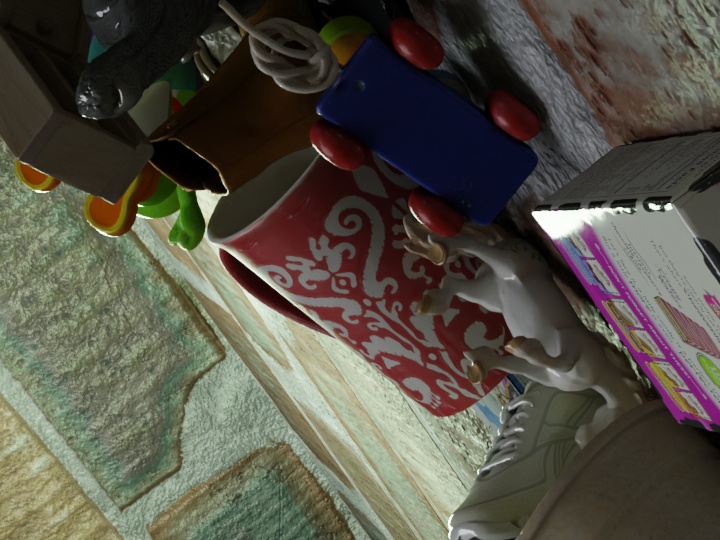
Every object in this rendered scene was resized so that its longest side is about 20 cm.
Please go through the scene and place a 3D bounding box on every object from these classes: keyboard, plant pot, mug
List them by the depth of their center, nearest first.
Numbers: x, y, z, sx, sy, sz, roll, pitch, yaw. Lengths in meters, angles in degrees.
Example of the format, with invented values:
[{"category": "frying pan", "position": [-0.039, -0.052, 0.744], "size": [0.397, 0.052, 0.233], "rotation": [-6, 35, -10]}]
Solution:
[{"category": "plant pot", "position": [0.202, 0.206, 1.154], "size": [0.183, 0.201, 0.201], "rotation": [33, 162, 30]}, {"category": "keyboard", "position": [-0.026, -0.184, 1.253], "size": [0.200, 0.021, 0.127], "rotation": [48, 164, 31]}, {"category": "mug", "position": [0.008, -0.009, 1.351], "size": [0.200, 0.134, 0.177], "rotation": [42, 172, -18]}]

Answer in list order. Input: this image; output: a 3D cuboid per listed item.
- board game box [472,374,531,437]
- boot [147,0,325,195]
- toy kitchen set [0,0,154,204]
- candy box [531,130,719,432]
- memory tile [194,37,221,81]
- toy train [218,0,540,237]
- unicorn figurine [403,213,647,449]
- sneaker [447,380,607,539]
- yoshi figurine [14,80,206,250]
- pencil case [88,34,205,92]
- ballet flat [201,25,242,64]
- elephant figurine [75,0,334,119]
[{"category": "board game box", "position": [0.075, 0.037, 1.516], "size": [0.200, 0.043, 0.199], "rotation": [52, 172, 10]}, {"category": "boot", "position": [-0.079, -0.114, 1.249], "size": [0.201, 0.144, 0.071], "rotation": [31, 152, 59]}, {"category": "toy kitchen set", "position": [-0.126, -0.164, 1.214], "size": [0.163, 0.200, 0.181], "rotation": [25, -162, -47]}, {"category": "candy box", "position": [0.164, 0.008, 0.908], "size": [0.137, 0.061, 0.200], "rotation": [54, 171, -8]}, {"category": "memory tile", "position": [-0.109, -0.173, 1.492], "size": [0.153, 0.017, 0.200], "rotation": [24, -156, -55]}, {"category": "toy train", "position": [-0.002, -0.111, 1.094], "size": [0.200, 0.085, 0.116], "rotation": [33, -167, -24]}, {"category": "unicorn figurine", "position": [0.110, 0.043, 1.243], "size": [0.137, 0.074, 0.201], "rotation": [3, -120, -46]}, {"category": "sneaker", "position": [0.110, 0.120, 1.297], "size": [0.075, 0.200, 0.081], "rotation": [-21, 95, 37]}, {"category": "yoshi figurine", "position": [-0.150, -0.065, 1.339], "size": [0.200, 0.111, 0.113], "rotation": [-30, -72, -67]}, {"category": "pencil case", "position": [-0.132, -0.137, 1.543], "size": [0.092, 0.086, 0.200], "rotation": [4, 164, 36]}, {"category": "ballet flat", "position": [-0.083, -0.183, 1.410], "size": [0.200, 0.072, 0.072], "rotation": [47, 169, 22]}, {"category": "elephant figurine", "position": [-0.104, -0.172, 1.105], "size": [0.142, 0.200, 0.155], "rotation": [50, 171, 9]}]
